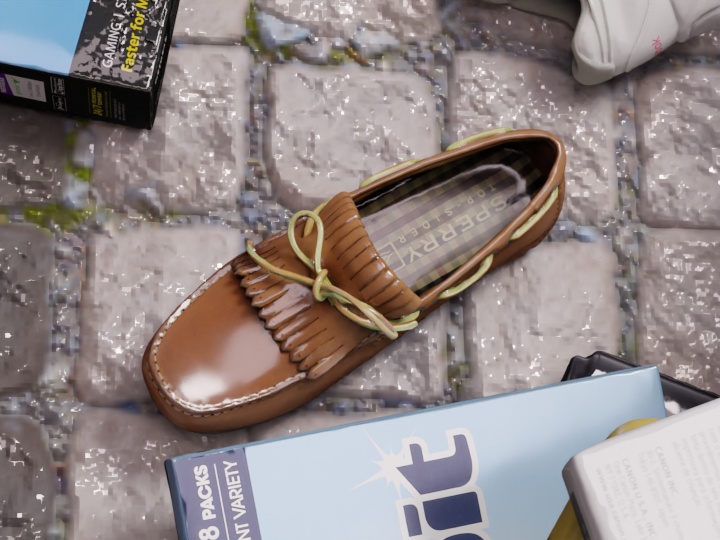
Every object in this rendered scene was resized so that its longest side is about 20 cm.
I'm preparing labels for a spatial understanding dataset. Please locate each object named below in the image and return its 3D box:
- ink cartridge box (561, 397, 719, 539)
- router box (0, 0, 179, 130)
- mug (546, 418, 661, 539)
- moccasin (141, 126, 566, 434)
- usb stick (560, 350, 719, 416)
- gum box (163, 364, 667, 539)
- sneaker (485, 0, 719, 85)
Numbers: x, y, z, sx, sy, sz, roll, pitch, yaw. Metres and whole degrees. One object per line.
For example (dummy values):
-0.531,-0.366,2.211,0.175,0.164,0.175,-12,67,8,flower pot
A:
0.183,0.103,0.694,0.198,0.050,0.163,-18,76,-4,ink cartridge box
-0.143,-0.173,0.952,0.148,0.051,0.202,11,70,-2,router box
0.091,0.158,0.778,0.152,0.150,0.188,20,73,1,mug
0.001,0.001,0.898,0.200,0.078,0.074,-24,76,-14,moccasin
0.175,0.091,0.914,0.198,0.033,0.056,21,80,0,usb stick
0.035,0.139,0.856,0.198,0.045,0.172,-10,86,-10,gum box
0.075,-0.170,0.970,0.099,0.078,0.201,-33,73,-6,sneaker
